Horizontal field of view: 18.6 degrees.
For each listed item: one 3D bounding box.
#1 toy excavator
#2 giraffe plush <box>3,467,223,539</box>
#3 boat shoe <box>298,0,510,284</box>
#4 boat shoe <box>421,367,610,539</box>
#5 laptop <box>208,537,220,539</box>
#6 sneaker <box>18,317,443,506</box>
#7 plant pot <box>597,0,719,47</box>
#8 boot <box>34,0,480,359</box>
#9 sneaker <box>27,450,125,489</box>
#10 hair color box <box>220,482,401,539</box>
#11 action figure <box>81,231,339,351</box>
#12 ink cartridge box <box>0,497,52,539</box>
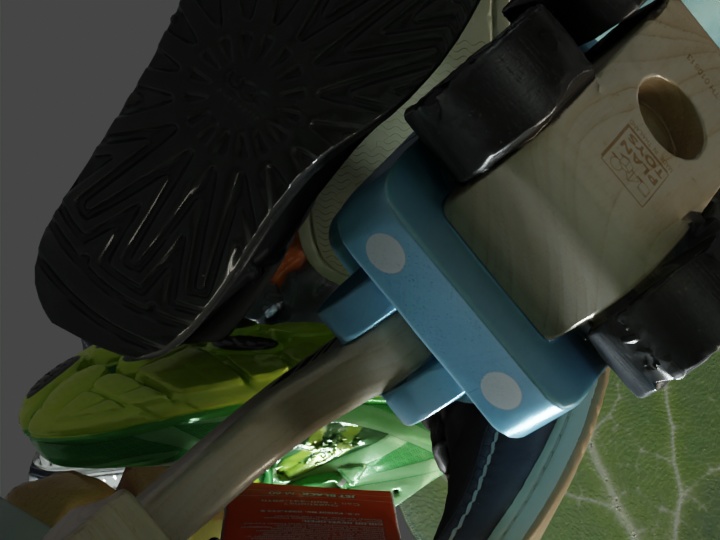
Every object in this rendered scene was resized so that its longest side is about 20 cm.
[{"bbox_3d":[0.014,0.016,0.628,0.200,0.100,0.195,-37,-173,43],"label":"toy excavator"},{"bbox_3d":[-0.126,0.187,0.921,0.172,0.201,0.162,-10,176,-37],"label":"giraffe plush"},{"bbox_3d":[0.022,-0.089,0.780,0.068,0.071,0.201,-75,177,-68],"label":"boat shoe"},{"bbox_3d":[0.045,0.032,0.715,0.072,0.065,0.200,-63,-179,44],"label":"boat shoe"},{"bbox_3d":[-0.058,0.205,0.722,0.201,0.103,0.177,-61,-179,-3],"label":"laptop"},{"bbox_3d":[-0.023,0.061,0.797,0.074,0.199,0.084,-135,-133,-66],"label":"sneaker"},{"bbox_3d":[0.110,-0.162,1.077,0.161,0.201,0.201,-44,-179,0],"label":"plant pot"},{"bbox_3d":[-0.022,-0.045,0.670,0.165,0.066,0.200,-47,176,2],"label":"boot"},{"bbox_3d":[-0.096,0.074,1.015,0.200,0.079,0.130,115,-1,-48],"label":"sneaker"},{"bbox_3d":[-0.017,0.141,0.679,0.200,0.063,0.112,-113,-154,-83],"label":"hair color box"},{"bbox_3d":[0.000,0.000,0.878,0.200,0.104,0.194,-50,135,-11],"label":"action figure"},{"bbox_3d":[-0.156,0.189,0.715,0.201,0.084,0.145,-59,-179,14],"label":"ink cartridge box"}]
